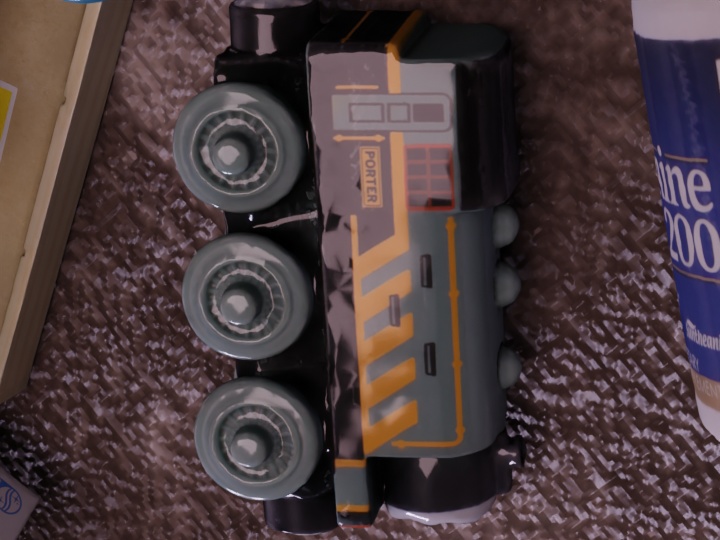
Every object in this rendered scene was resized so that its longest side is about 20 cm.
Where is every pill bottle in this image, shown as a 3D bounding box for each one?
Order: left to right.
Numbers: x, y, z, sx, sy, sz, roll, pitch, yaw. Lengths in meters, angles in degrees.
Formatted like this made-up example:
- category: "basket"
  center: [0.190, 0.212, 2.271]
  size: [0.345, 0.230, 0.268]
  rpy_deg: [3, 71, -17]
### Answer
- category: "pill bottle"
  center: [0.144, -0.051, 0.733]
  size: [0.111, 0.111, 0.200]
  rpy_deg: [-5, 104, 24]

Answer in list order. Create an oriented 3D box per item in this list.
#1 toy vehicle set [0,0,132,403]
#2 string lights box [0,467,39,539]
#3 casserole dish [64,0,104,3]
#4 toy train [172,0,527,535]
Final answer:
- category: "toy vehicle set"
  center: [-0.163, -0.060, 0.908]
  size: [0.124, 0.027, 0.200]
  rpy_deg: [25, 114, 14]
- category: "string lights box"
  center: [-0.235, 0.065, 0.914]
  size: [0.200, 0.059, 0.103]
  rpy_deg: [42, 133, -14]
- category: "casserole dish"
  center: [-0.112, -0.183, 0.803]
  size: [0.121, 0.039, 0.200]
  rpy_deg: [-42, 87, -16]
- category: "toy train"
  center: [0.000, 0.000, 0.831]
  size: [0.114, 0.085, 0.200]
  rpy_deg: [1, 106, 13]
